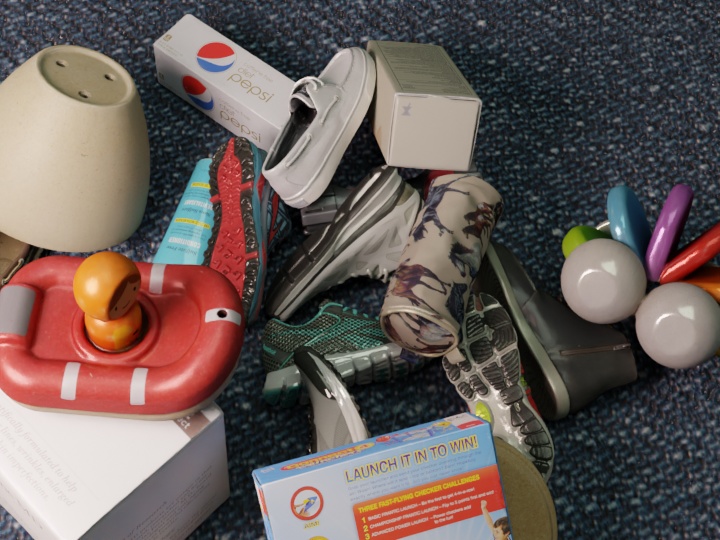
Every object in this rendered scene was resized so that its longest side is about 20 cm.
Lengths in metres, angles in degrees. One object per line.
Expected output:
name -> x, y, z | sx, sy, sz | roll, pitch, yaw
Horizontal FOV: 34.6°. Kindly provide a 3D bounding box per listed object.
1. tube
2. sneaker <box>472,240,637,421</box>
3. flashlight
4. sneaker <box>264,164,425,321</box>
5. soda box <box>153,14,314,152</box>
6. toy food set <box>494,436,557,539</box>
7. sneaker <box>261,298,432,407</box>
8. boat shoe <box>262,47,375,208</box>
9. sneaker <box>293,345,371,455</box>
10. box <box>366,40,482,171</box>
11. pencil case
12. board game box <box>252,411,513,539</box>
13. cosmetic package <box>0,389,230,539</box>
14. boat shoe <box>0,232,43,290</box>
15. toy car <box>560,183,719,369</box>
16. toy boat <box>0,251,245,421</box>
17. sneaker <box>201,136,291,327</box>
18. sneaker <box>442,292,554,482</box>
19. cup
tube -> -0.180, -0.021, 1.210 | 0.077, 0.051, 0.202 | 9, 63, 15
sneaker -> 0.193, 0.050, 1.183 | 0.105, 0.075, 0.201 | -17, 68, -22
flashlight -> 0.031, -0.082, 1.250 | 0.198, 0.068, 0.069 | -9, 65, -4
sneaker -> 0.000, 0.000, 1.188 | 0.201, 0.076, 0.115 | -46, 109, 2
soda box -> -0.138, -0.203, 1.302 | 0.199, 0.068, 0.064 | 34, 63, 15
toy food set -> 0.079, 0.240, 1.022 | 0.198, 0.049, 0.200 | -11, 95, -12
sneaker -> -0.008, 0.066, 1.144 | 0.198, 0.078, 0.092 | -12, 68, -13
boat shoe -> -0.047, -0.163, 1.209 | 0.072, 0.068, 0.201 | 4, 60, 47
sneaker -> -0.025, 0.166, 1.059 | 0.079, 0.074, 0.202 | -20, 91, -4
box -> 0.060, -0.180, 1.238 | 0.094, 0.078, 0.200 | 4, 26, -9
pencil case -> 0.083, -0.007, 1.122 | 0.089, 0.077, 0.201 | 43, 48, -25
board game box -> 0.028, 0.240, 0.957 | 0.198, 0.056, 0.198 | -13, 95, -12
cosmetic package -> -0.226, 0.162, 1.005 | 0.165, 0.201, 0.165 | 40, 64, 19
boat shoe -> -0.356, -0.050, 1.193 | 0.074, 0.075, 0.204 | 4, 59, -2
toy car -> 0.302, -0.009, 1.142 | 0.199, 0.151, 0.175 | 31, 23, 14
toy boat -> -0.188, 0.034, 0.891 | 0.198, 0.131, 0.132 | 4, 57, -3
sneaker -> -0.104, -0.034, 1.196 | 0.079, 0.095, 0.202 | -10, 71, 38
sneaker -> 0.132, 0.122, 1.120 | 0.076, 0.085, 0.202 | -19, 68, 8
cup -> -0.295, -0.139, 1.166 | 0.198, 0.144, 0.201 | 18, 37, -14
